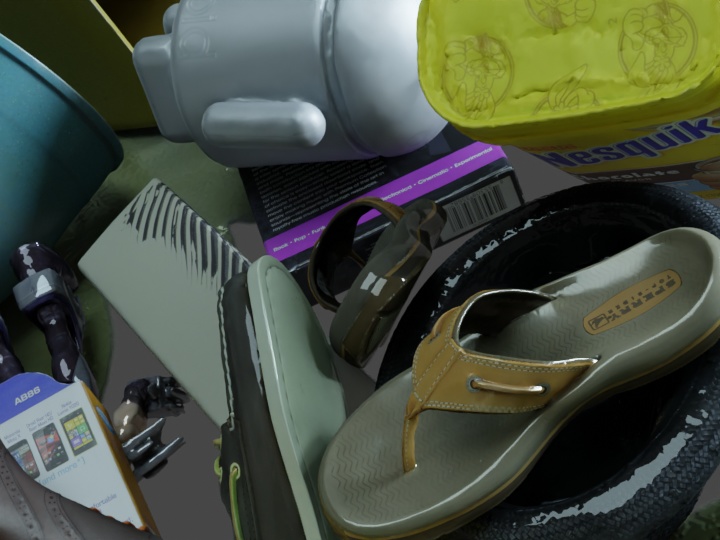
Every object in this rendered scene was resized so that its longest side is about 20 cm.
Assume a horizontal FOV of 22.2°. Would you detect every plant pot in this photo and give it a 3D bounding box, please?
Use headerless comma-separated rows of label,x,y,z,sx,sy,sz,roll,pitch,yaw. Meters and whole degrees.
plant pot,-0.209,-0.209,1.230,0.176,0.200,0.201,-15,39,32
plant pot,-0.272,-0.042,1.083,0.199,0.200,0.189,17,71,41

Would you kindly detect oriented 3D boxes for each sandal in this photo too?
sandal,0.000,0.000,0.893,0.082,0.054,0.200,-62,-2,12
sandal,0.063,0.036,0.748,0.199,0.054,0.080,-33,43,1

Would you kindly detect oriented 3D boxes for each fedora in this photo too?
fedora,0.102,0.060,0.815,0.199,0.092,0.201,-16,45,17

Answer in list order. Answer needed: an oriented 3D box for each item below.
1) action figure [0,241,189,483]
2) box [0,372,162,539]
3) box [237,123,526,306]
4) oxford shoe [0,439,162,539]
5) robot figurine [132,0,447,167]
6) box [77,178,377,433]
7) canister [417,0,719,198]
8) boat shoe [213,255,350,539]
action figure,-0.160,0.073,0.976,0.129,0.070,0.201,-24,53,-7
box,-0.152,0.145,0.870,0.119,0.042,0.201,-28,54,-1
box,0.000,-0.073,1.070,0.142,0.036,0.200,-25,40,2
oxford shoe,-0.125,0.131,0.813,0.072,0.071,0.200,-32,64,-15
robot figurine,-0.025,-0.116,1.013,0.199,0.113,0.170,-3,38,26
box,-0.064,0.035,0.941,0.068,0.082,0.200,-48,42,-2
canister,0.137,-0.091,0.860,0.148,0.200,0.087,-7,78,29
boat shoe,-0.034,0.096,0.805,0.060,0.072,0.202,-19,81,23
